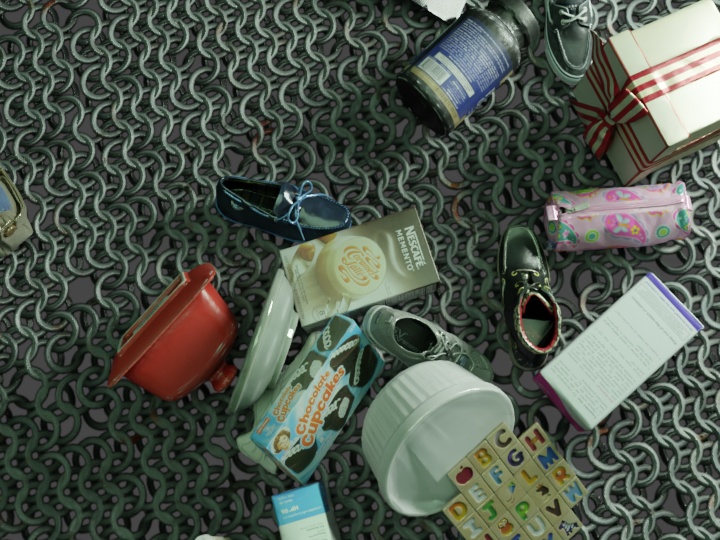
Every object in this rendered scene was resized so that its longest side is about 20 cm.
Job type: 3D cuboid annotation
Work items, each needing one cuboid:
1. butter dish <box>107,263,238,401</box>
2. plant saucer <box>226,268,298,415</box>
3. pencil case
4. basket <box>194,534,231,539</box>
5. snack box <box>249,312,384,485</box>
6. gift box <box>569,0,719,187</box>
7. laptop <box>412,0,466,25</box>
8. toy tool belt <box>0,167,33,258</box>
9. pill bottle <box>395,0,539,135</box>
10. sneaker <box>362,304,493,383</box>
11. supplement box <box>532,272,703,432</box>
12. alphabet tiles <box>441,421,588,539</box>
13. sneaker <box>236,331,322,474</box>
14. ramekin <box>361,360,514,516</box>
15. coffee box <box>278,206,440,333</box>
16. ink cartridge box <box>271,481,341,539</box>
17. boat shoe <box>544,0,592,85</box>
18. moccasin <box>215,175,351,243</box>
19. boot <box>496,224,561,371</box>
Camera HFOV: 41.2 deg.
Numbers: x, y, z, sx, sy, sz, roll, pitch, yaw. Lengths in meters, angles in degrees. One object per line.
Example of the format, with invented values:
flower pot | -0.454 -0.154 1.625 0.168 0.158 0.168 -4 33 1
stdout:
butter dish | -0.229 0.104 1.287 0.148 0.199 0.200 43 85 -13
plant saucer | -0.121 0.099 1.259 0.050 0.200 0.202 19 80 -5
pencil case | 0.350 -0.074 1.318 0.197 0.087 0.089 -3 79 2
basket | -0.181 0.465 1.205 0.198 0.161 0.200 42 85 10
snack box | -0.053 0.170 1.261 0.037 0.116 0.201 21 68 37
gift box | 0.396 -0.244 1.305 0.185 0.185 0.201 -25 75 -11
laptop | 0.072 -0.490 1.455 0.199 0.116 0.189 17 78 36
toy tool belt | -0.566 -0.110 1.362 0.125 0.123 0.200 -45 79 -6
pill bottle | 0.155 -0.298 1.359 0.200 0.112 0.112 -43 79 -5
sneaker | 0.097 0.112 1.278 0.198 0.082 0.075 25 82 -17
supplement box | 0.337 0.112 1.273 0.200 0.101 0.103 -42 79 -5
alphabet tiles | 0.202 0.298 1.241 0.166 0.006 0.201 -40 109 -5
sneaker | -0.104 0.171 1.307 0.080 0.075 0.202 22 80 16
ramekin | 0.091 0.207 1.228 0.202 0.203 0.094 -42 45 -5
coffee box | 0.000 0.000 1.326 0.198 0.080 0.116 -19 78 0
ink cartridge box | -0.054 0.380 1.236 0.067 0.116 0.202 -16 78 0
boat shoe | 0.303 -0.372 1.387 0.071 0.068 0.203 -3 79 3
moccasin | -0.111 -0.087 1.347 0.197 0.068 0.081 7 57 4
boot | 0.226 0.025 1.269 0.073 0.154 0.206 -3 79 3
